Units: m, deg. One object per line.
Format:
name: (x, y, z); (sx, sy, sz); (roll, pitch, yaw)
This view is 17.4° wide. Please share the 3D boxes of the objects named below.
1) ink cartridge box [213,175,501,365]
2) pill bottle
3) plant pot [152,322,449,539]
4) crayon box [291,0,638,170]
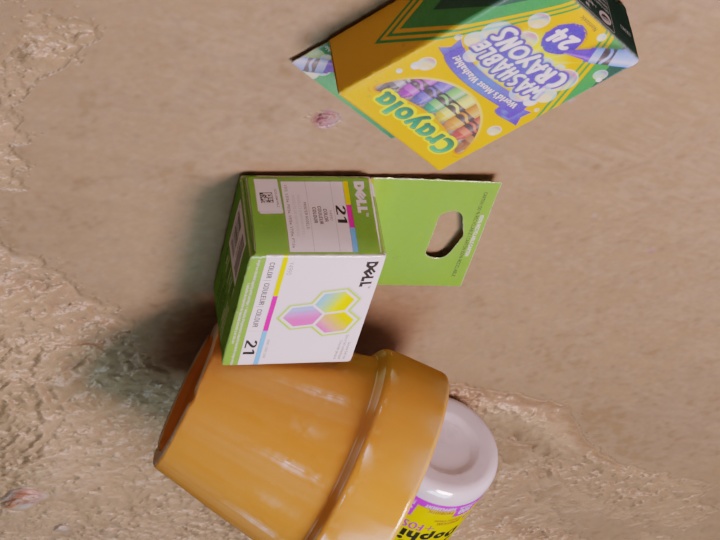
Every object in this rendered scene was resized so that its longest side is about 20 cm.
ink cartridge box: (0.000, 0.000, 1.760); (0.199, 0.076, 0.148); (0, 145, -13)
pill bottle: (0.038, 0.200, 2.044); (0.104, 0.105, 0.200); (4, 144, -21)
plant pot: (-0.056, 0.134, 1.845); (0.183, 0.201, 0.200); (25, 138, -7)
crayon box: (0.071, -0.141, 1.592); (0.200, 0.052, 0.126); (-28, 143, 25)
